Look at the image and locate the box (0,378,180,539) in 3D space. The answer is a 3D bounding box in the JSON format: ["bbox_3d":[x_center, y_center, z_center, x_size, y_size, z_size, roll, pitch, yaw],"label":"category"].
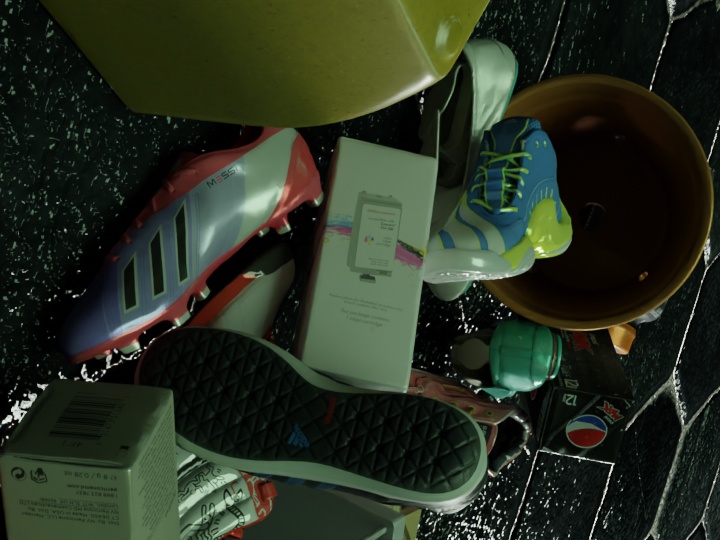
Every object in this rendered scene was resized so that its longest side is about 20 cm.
[{"bbox_3d":[-0.134,0.162,0.650,0.082,0.068,0.200,-71,164,-66],"label":"box"}]

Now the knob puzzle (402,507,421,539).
[{"bbox_3d":[-0.031,0.291,1.006,0.220,0.030,0.220,-34,133,-45],"label":"knob puzzle"}]

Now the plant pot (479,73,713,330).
[{"bbox_3d":[0.186,-0.051,1.034,0.140,0.200,0.200,10,97,-76],"label":"plant pot"}]

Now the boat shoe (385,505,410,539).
[{"bbox_3d":[-0.015,0.171,0.913,0.072,0.072,0.200,-34,122,-39],"label":"boat shoe"}]

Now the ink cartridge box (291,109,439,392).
[{"bbox_3d":[0.000,0.000,0.795,0.117,0.067,0.200,111,-10,-60],"label":"ink cartridge box"}]

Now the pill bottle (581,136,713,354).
[{"bbox_3d":[0.262,-0.021,1.227,0.106,0.106,0.200,32,79,-58],"label":"pill bottle"}]

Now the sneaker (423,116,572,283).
[{"bbox_3d":[0.088,-0.051,0.865,0.200,0.076,0.105,-18,102,-65],"label":"sneaker"}]

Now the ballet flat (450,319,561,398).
[{"bbox_3d":[0.113,0.071,1.065,0.200,0.070,0.068,126,-26,-81],"label":"ballet flat"}]

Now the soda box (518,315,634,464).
[{"bbox_3d":[0.181,0.085,1.091,0.200,0.071,0.063,-88,-171,-65],"label":"soda box"}]

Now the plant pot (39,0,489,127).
[{"bbox_3d":[-0.033,-0.184,0.595,0.196,0.200,0.194,-60,147,-17],"label":"plant pot"}]

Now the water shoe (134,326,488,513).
[{"bbox_3d":[-0.029,0.091,0.682,0.079,0.200,0.072,74,36,-63],"label":"water shoe"}]

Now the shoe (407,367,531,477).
[{"bbox_3d":[0.062,0.119,1.003,0.200,0.091,0.072,11,96,-58],"label":"shoe"}]

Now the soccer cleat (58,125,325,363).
[{"bbox_3d":[-0.103,-0.023,0.716,0.200,0.067,0.077,-41,106,-31],"label":"soccer cleat"}]

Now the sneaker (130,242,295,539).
[{"bbox_3d":[-0.079,0.084,0.741,0.201,0.108,0.067,-49,-175,-25],"label":"sneaker"}]

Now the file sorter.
[{"bbox_3d":[-0.072,0.242,0.816,0.124,0.139,0.200,-19,122,-50],"label":"file sorter"}]

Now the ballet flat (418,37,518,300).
[{"bbox_3d":[0.065,-0.079,0.943,0.069,0.069,0.200,10,93,-58],"label":"ballet flat"}]
